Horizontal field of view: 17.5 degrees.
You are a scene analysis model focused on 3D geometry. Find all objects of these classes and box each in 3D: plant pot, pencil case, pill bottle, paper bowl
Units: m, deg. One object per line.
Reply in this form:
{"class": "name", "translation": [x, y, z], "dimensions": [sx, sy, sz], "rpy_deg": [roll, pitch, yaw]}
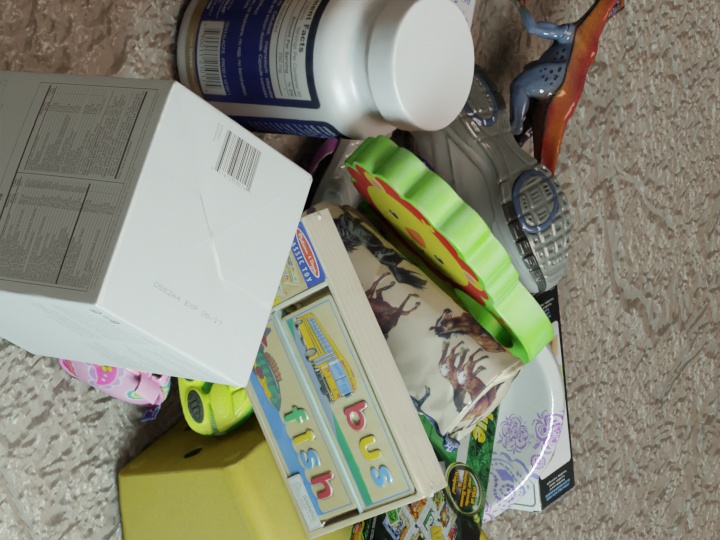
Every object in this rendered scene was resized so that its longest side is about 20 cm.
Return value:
{"class": "plant pot", "translation": [-0.060, 0.185, 1.695], "dimensions": [0.200, 0.199, 0.177], "rpy_deg": [-40, 111, -41]}
{"class": "pencil case", "translation": [0.016, 0.035, 1.634], "dimensions": [0.078, 0.200, 0.090], "rpy_deg": [-39, 166, -48]}
{"class": "pill bottle", "translation": [-0.025, -0.152, 1.665], "dimensions": [0.115, 0.199, 0.117], "rpy_deg": [-12, 105, -50]}
{"class": "pencil case", "translation": [-0.136, -0.001, 1.642], "dimensions": [0.087, 0.087, 0.201], "rpy_deg": [45, 60, -45]}
{"class": "paper bowl", "translation": [0.053, 0.098, 1.837], "dimensions": [0.199, 0.104, 0.202], "rpy_deg": [-6, 113, -13]}

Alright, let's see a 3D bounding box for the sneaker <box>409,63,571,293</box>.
{"class": "sneaker", "translation": [0.100, -0.069, 1.871], "dimensions": [0.074, 0.087, 0.201], "rpy_deg": [-18, 76, -43]}

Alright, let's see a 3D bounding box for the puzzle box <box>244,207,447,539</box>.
{"class": "puzzle box", "translation": [-0.028, 0.072, 1.559], "dimensions": [0.025, 0.133, 0.201], "rpy_deg": [-21, 86, -42]}

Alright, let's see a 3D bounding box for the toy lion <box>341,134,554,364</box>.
{"class": "toy lion", "translation": [0.063, -0.012, 1.647], "dimensions": [0.069, 0.192, 0.200], "rpy_deg": [-45, 97, -10]}

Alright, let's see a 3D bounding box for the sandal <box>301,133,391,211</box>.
{"class": "sandal", "translation": [-0.020, -0.077, 1.809], "dimensions": [0.083, 0.049, 0.204], "rpy_deg": [65, 43, -56]}

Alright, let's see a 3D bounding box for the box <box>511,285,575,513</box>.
{"class": "box", "translation": [0.108, 0.092, 1.939], "dimensions": [0.060, 0.116, 0.202], "rpy_deg": [-26, 114, -50]}

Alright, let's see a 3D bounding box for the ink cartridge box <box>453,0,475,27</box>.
{"class": "ink cartridge box", "translation": [-0.006, -0.223, 1.763], "dimensions": [0.199, 0.094, 0.045], "rpy_deg": [15, 84, -51]}

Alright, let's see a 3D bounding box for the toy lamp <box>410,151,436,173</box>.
{"class": "toy lamp", "translation": [0.000, 0.000, 1.759], "dimensions": [0.058, 0.058, 0.201], "rpy_deg": [53, 53, -41]}

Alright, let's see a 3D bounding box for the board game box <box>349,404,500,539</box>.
{"class": "board game box", "translation": [0.048, 0.144, 1.662], "dimensions": [0.105, 0.023, 0.201], "rpy_deg": [35, 45, -25]}

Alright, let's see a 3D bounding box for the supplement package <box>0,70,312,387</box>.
{"class": "supplement package", "translation": [-0.168, -0.029, 1.504], "dimensions": [0.152, 0.199, 0.152], "rpy_deg": [33, 70, -48]}

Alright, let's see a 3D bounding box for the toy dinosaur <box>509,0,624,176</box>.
{"class": "toy dinosaur", "translation": [0.177, -0.163, 1.968], "dimensions": [0.181, 0.200, 0.105], "rpy_deg": [-39, 149, -2]}

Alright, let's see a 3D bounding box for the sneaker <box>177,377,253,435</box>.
{"class": "sneaker", "translation": [-0.078, 0.045, 1.699], "dimensions": [0.084, 0.073, 0.201], "rpy_deg": [70, 24, -43]}
